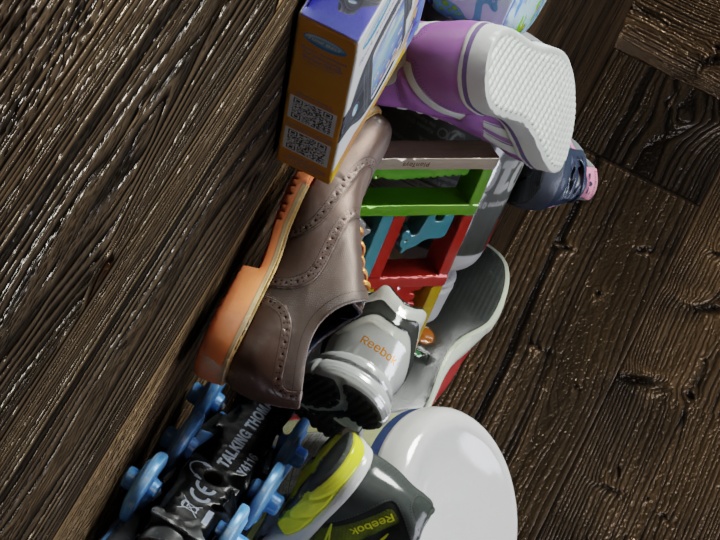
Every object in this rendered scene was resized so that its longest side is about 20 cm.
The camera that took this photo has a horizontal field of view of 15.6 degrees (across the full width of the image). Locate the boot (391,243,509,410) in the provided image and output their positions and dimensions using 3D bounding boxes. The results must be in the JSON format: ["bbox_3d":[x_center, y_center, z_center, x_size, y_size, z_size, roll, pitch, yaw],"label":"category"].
[{"bbox_3d":[0.032,0.074,1.917,0.200,0.072,0.144,-55,177,-38],"label":"boot"}]

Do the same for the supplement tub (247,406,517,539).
[{"bbox_3d":[-0.011,0.170,1.769,0.199,0.145,0.145,-8,-143,39],"label":"supplement tub"}]

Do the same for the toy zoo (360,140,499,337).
[{"bbox_3d":[0.000,0.000,1.725,0.131,0.020,0.200,-2,131,-32],"label":"toy zoo"}]

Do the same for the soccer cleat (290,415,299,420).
[{"bbox_3d":[-0.063,0.119,1.956,0.073,0.068,0.200,-43,172,-10],"label":"soccer cleat"}]

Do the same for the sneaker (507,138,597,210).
[{"bbox_3d":[0.138,-0.075,1.872,0.200,0.082,0.070,-118,-132,-78],"label":"sneaker"}]

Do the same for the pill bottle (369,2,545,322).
[{"bbox_3d":[0.050,-0.072,1.797,0.201,0.114,0.114,-66,174,22],"label":"pill bottle"}]

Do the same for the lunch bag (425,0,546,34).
[{"bbox_3d":[0.109,-0.249,1.699,0.201,0.082,0.161,-64,175,9],"label":"lunch bag"}]

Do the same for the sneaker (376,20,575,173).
[{"bbox_3d":[0.064,-0.118,1.665,0.200,0.114,0.073,35,65,-63],"label":"sneaker"}]

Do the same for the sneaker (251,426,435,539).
[{"bbox_3d":[-0.022,0.176,1.625,0.075,0.084,0.200,-58,-177,-36],"label":"sneaker"}]

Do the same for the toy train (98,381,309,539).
[{"bbox_3d":[-0.099,0.144,1.592,0.114,0.087,0.200,-60,177,32],"label":"toy train"}]

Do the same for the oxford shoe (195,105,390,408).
[{"bbox_3d":[-0.022,-0.008,1.565,0.200,0.073,0.071,-62,174,-19],"label":"oxford shoe"}]

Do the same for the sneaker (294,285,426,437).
[{"bbox_3d":[-0.006,0.059,1.653,0.080,0.074,0.200,-59,-169,-14],"label":"sneaker"}]

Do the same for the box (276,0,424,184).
[{"bbox_3d":[0.003,-0.141,1.437,0.119,0.041,0.200,-61,176,-22],"label":"box"}]
